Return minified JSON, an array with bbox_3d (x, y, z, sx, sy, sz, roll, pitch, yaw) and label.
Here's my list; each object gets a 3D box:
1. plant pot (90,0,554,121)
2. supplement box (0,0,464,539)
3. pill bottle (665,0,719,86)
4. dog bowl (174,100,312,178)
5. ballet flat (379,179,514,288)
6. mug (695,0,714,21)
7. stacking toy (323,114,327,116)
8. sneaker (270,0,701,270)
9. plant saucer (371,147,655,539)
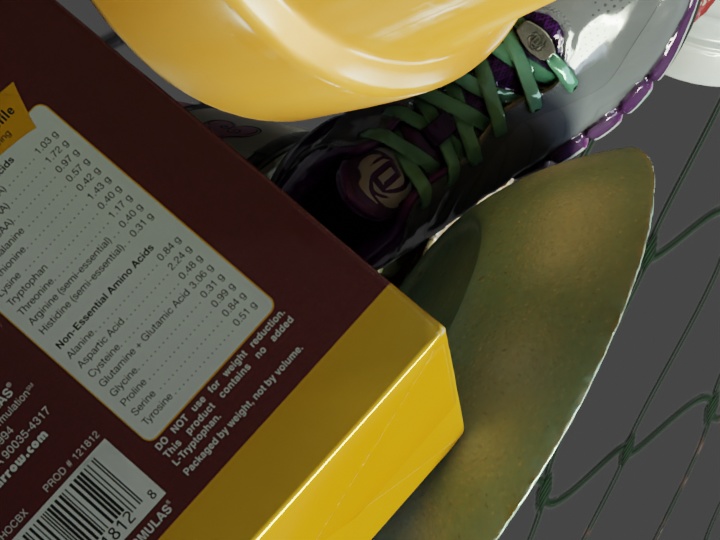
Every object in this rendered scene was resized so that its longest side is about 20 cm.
[{"bbox_3d":[0.030,-0.155,0.874,0.200,0.183,0.200,8,79,-47],"label":"plant pot"},{"bbox_3d":[-0.111,0.041,0.824,0.197,0.200,0.133,-48,166,-9],"label":"supplement box"},{"bbox_3d":[0.193,-0.197,1.440,0.112,0.112,0.200,-39,150,-47],"label":"pill bottle"},{"bbox_3d":[-0.082,0.022,1.118,0.200,0.074,0.200,-50,158,-29],"label":"dog bowl"},{"bbox_3d":[0.000,0.000,1.110,0.067,0.068,0.200,32,81,-51],"label":"ballet flat"},{"bbox_3d":[0.129,-0.191,1.238,0.177,0.133,0.200,-21,158,-2],"label":"mug"},{"bbox_3d":[-0.012,-0.161,1.047,0.085,0.085,0.200,2,111,-68],"label":"stacking toy"},{"bbox_3d":[0.038,-0.050,0.991,0.200,0.074,0.088,-42,-176,26],"label":"sneaker"},{"bbox_3d":[0.027,0.037,0.957,0.201,0.039,0.201,-57,-170,16],"label":"plant saucer"}]
